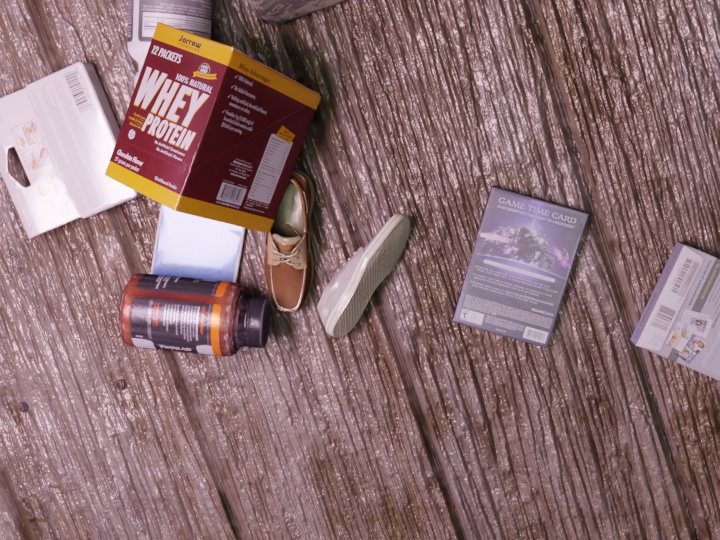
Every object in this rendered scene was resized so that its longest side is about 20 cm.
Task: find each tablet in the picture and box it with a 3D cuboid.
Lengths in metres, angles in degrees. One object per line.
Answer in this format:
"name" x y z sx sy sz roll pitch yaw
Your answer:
"tablet" -0.240 -0.017 1.229 0.129 0.014 0.202 12 99 3

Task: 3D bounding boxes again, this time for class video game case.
"video game case" 0.226 -0.004 1.192 0.141 0.019 0.202 16 99 2

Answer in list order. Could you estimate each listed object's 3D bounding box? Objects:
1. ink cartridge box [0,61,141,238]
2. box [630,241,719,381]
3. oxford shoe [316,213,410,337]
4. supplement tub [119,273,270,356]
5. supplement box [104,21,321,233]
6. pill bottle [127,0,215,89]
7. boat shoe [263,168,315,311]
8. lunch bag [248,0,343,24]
"ink cartridge box" -0.429 -0.170 1.202 0.175 0.045 0.202 -20 97 7
"box" 0.504 0.070 1.171 0.198 0.041 0.157 22 101 2
"oxford shoe" 0.000 0.000 1.190 0.058 0.075 0.201 39 101 34
"supplement tub" -0.229 0.065 1.181 0.198 0.107 0.108 6 100 5
"supplement box" -0.185 -0.177 1.080 0.132 0.197 0.202 25 97 29
"pill bottle" -0.253 -0.336 1.125 0.115 0.116 0.202 5 100 4
"boat shoe" -0.105 -0.041 1.183 0.075 0.074 0.202 2 100 4
"lunch bag" -0.081 -0.439 1.089 0.198 0.139 0.169 -20 81 7
